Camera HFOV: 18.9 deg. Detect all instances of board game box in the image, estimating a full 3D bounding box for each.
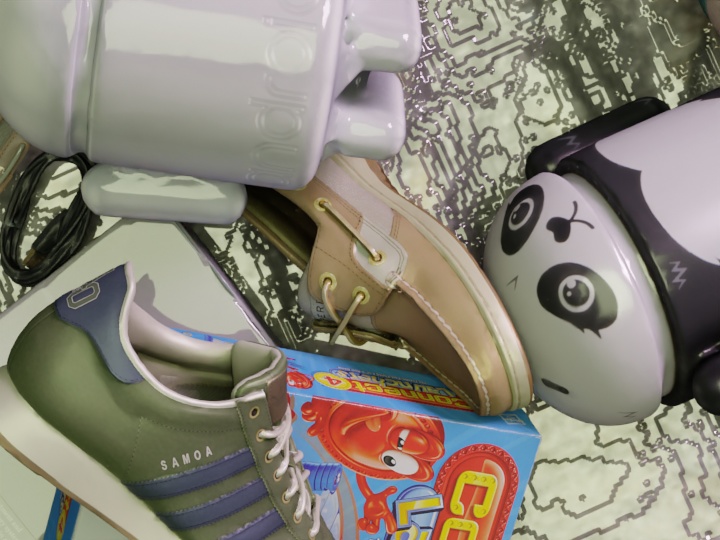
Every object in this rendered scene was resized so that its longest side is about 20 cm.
[{"bbox_3d":[-0.042,0.137,0.962,0.195,0.056,0.201,10,106,-18],"label":"board game box"}]

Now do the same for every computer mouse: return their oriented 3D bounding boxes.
[{"bbox_3d":[-0.099,-0.069,1.029,0.200,0.034,0.059,-44,82,7],"label":"computer mouse"}]

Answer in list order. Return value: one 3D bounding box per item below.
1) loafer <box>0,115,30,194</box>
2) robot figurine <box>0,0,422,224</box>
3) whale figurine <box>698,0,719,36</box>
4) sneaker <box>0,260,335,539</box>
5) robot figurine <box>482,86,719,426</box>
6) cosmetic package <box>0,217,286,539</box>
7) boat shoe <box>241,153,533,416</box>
[{"bbox_3d":[-0.139,-0.111,1.013,0.063,0.072,0.200,42,95,-16],"label":"loafer"},{"bbox_3d":[-0.075,-0.098,0.917,0.199,0.113,0.171,7,113,-4],"label":"robot figurine"},{"bbox_3d":[0.237,-0.166,0.980,0.199,0.159,0.104,-17,64,-22],"label":"whale figurine"},{"bbox_3d":[-0.052,0.074,0.868,0.200,0.067,0.090,37,101,-20],"label":"sneaker"},{"bbox_3d":[0.151,-0.012,0.970,0.199,0.150,0.125,-24,98,-11],"label":"robot figurine"},{"bbox_3d":[-0.137,0.063,1.000,0.200,0.090,0.107,-36,91,-3],"label":"cosmetic package"},{"bbox_3d":[0.000,0.000,0.973,0.066,0.074,0.200,-31,56,-18],"label":"boat shoe"}]
